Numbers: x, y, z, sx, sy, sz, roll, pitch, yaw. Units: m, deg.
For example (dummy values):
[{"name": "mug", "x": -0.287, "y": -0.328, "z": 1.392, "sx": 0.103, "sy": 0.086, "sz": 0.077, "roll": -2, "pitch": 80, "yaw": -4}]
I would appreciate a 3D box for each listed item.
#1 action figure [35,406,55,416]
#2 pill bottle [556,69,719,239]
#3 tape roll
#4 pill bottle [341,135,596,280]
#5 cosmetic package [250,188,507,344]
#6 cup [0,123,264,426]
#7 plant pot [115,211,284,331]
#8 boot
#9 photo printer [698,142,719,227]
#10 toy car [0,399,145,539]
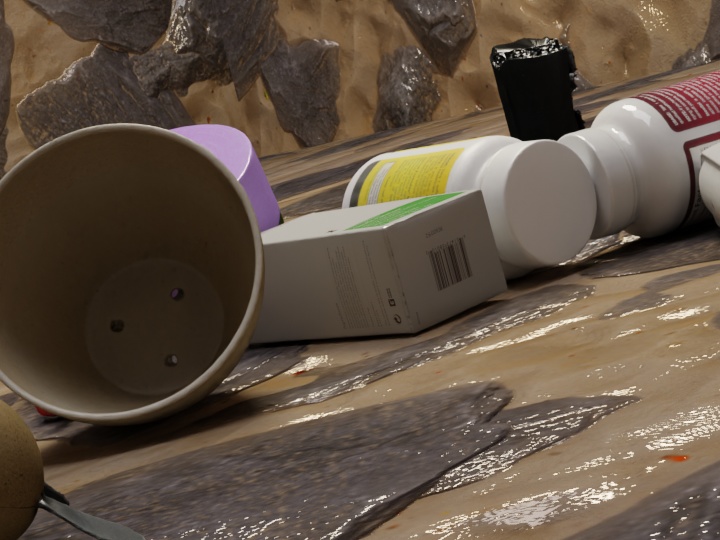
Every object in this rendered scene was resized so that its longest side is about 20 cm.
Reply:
[{"name": "action figure", "x": -0.210, "y": 0.075, "z": 1.539, "sx": 0.065, "sy": 0.052, "sz": 0.200, "roll": -9, "pitch": 9, "yaw": 4}, {"name": "pill bottle", "x": 0.254, "y": -0.092, "z": 1.623, "sx": 0.199, "sy": 0.114, "sz": 0.113, "roll": -17, "pitch": 7, "yaw": -26}, {"name": "tape roll", "x": -0.169, "y": -0.038, "z": 1.656, "sx": 0.199, "sy": 0.066, "sz": 0.200, "roll": -18, "pitch": 28, "yaw": 10}, {"name": "pill bottle", "x": 0.085, "y": -0.046, "z": 1.610, "sx": 0.114, "sy": 0.115, "sz": 0.200, "roll": -19, "pitch": 8, "yaw": -35}, {"name": "cosmetic package", "x": 0.000, "y": 0.000, "z": 1.539, "sx": 0.107, "sy": 0.085, "sz": 0.200, "roll": -23, "pitch": 12, "yaw": -40}, {"name": "cup", "x": -0.153, "y": 0.020, "z": 1.378, "sx": 0.199, "sy": 0.201, "sz": 0.143, "roll": -14, "pitch": -18, "yaw": 2}, {"name": "plant pot", "x": -0.174, "y": -0.025, "z": 1.826, "sx": 0.199, "sy": 0.188, "sz": 0.187, "roll": 6, "pitch": 16, "yaw": 31}, {"name": "boot", "x": 0.166, "y": -0.139, "z": 1.962, "sx": 0.076, "sy": 0.169, "sz": 0.200, "roll": -16, "pitch": 6, "yaw": -14}, {"name": "photo printer", "x": 0.332, "y": -0.072, "z": 1.476, "sx": 0.166, "sy": 0.070, "sz": 0.200, "roll": -14, "pitch": 7, "yaw": 5}, {"name": "toy car", "x": -0.212, "y": 0.117, "z": 0.986, "sx": 0.199, "sy": 0.159, "sz": 0.164, "roll": 13, "pitch": 1, "yaw": -38}]
